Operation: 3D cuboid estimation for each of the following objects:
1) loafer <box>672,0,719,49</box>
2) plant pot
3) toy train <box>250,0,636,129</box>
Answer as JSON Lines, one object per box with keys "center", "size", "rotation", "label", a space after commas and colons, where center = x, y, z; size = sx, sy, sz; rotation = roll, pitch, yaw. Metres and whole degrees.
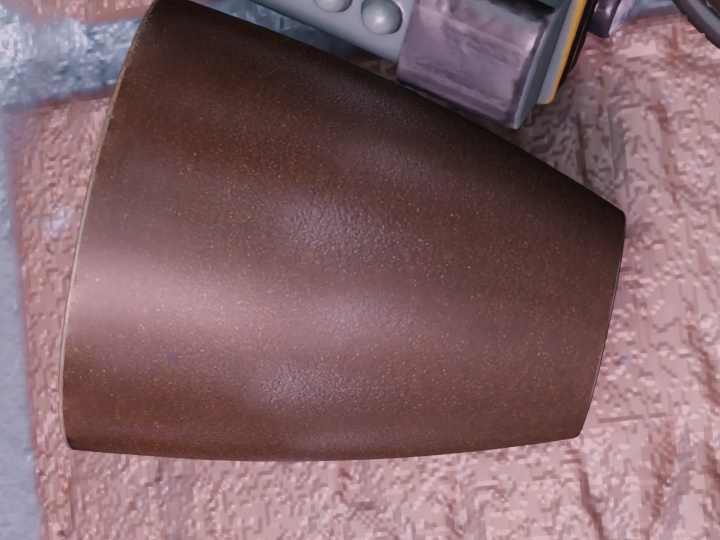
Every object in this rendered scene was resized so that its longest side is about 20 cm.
{"center": [0.144, -0.158, 0.842], "size": [0.071, 0.073, 0.200], "rotation": [-43, 75, 34], "label": "loafer"}
{"center": [0.000, 0.000, 0.847], "size": [0.199, 0.187, 0.188], "rotation": [11, 91, 2], "label": "plant pot"}
{"center": [0.012, -0.134, 0.853], "size": [0.199, 0.114, 0.085], "rotation": [25, 131, 8], "label": "toy train"}
